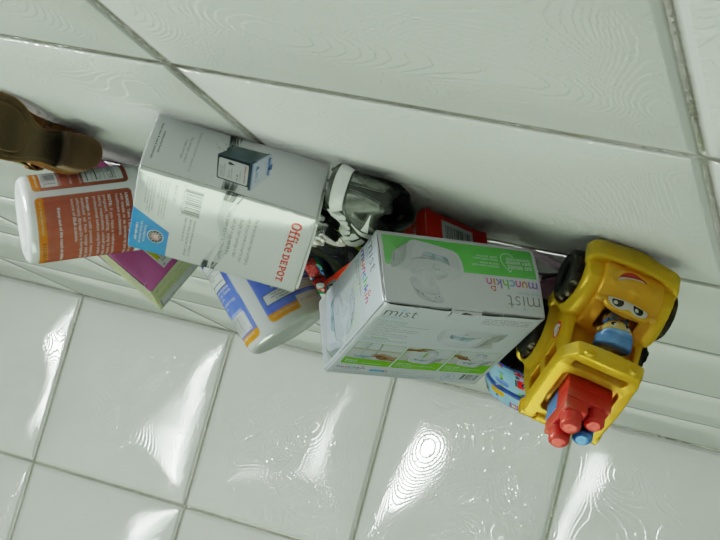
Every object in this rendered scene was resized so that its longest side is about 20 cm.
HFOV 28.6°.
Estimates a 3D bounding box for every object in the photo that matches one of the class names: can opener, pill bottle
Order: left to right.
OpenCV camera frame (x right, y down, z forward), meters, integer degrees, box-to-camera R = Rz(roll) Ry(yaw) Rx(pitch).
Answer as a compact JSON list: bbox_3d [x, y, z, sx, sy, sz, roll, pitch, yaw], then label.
[{"bbox_3d":[-0.331,-0.075,1.795,0.199,0.113,0.112,-8,179,-19],"label":"pill bottle"},{"bbox_3d":[-0.136,-0.007,1.759,0.201,0.112,0.112,60,175,9],"label":"pill bottle"},{"bbox_3d":[-0.086,-0.086,1.651,0.199,0.067,0.053,30,164,-28],"label":"can opener"}]

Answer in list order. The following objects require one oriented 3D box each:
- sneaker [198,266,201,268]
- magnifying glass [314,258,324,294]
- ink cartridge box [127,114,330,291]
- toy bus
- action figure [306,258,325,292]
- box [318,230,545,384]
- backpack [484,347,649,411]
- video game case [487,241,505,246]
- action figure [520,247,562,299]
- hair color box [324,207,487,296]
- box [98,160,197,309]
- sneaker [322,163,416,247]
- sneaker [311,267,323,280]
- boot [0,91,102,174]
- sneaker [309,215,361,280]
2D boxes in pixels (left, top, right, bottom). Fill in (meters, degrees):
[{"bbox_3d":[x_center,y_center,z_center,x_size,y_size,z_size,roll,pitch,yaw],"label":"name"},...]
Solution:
[{"bbox_3d":[-0.184,-0.028,2.079,0.199,0.084,0.121,8,176,0],"label":"sneaker"},{"bbox_3d":[-0.109,-0.036,1.890,0.200,0.022,0.079,40,148,-23],"label":"magnifying glass"},{"bbox_3d":[-0.147,-0.071,1.562,0.199,0.086,0.147,15,143,-5],"label":"ink cartridge box"},{"bbox_3d":[0.253,0.097,1.540,0.135,0.193,0.200,24,130,-6],"label":"toy bus"},{"bbox_3d":[-0.136,-0.001,1.847,0.199,0.099,0.065,24,167,2],"label":"action figure"},{"bbox_3d":[0.077,0.047,1.597,0.199,0.097,0.177,6,148,-22],"label":"box"},{"bbox_3d":[0.243,0.123,1.784,0.182,0.135,0.200,27,-146,27],"label":"backpack"},{"bbox_3d":[0.115,-0.022,1.804,0.199,0.022,0.182,14,171,8],"label":"video game case"},{"bbox_3d":[0.278,0.029,1.693,0.198,0.150,0.134,-1,-149,4],"label":"action figure"},{"bbox_3d":[0.052,0.009,1.693,0.101,0.062,0.200,21,140,-32],"label":"hair color box"},{"bbox_3d":[-0.317,-0.048,1.958,0.176,0.097,0.200,39,171,3],"label":"box"},{"bbox_3d":[0.020,-0.060,1.574,0.090,0.067,0.200,16,170,13],"label":"sneaker"},{"bbox_3d":[-0.036,-0.015,1.935,0.066,0.079,0.200,18,170,-4],"label":"sneaker"},{"bbox_3d":[-0.421,-0.167,1.712,0.199,0.077,0.155,12,178,-30],"label":"boot"},{"bbox_3d":[0.000,0.000,1.803,0.200,0.081,0.074,38,175,-20],"label":"sneaker"}]
